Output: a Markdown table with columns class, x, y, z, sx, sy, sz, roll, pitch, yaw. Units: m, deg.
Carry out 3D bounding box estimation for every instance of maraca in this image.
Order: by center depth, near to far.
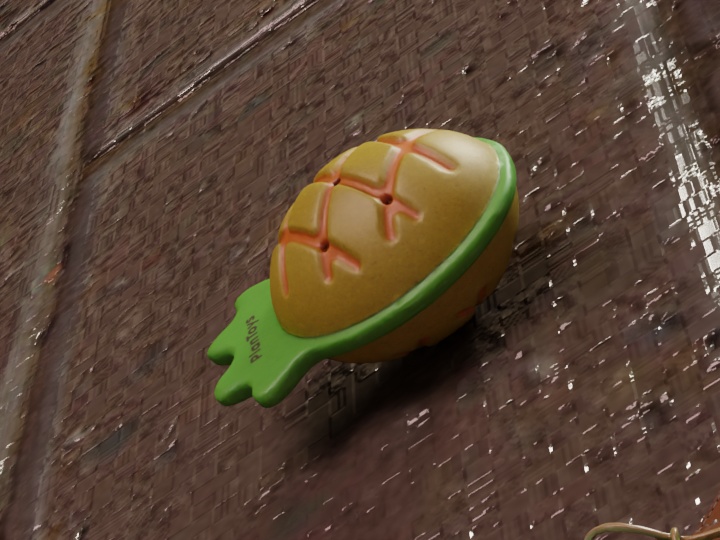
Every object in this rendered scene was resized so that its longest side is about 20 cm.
| class | x | y | z | sx | sy | sz | roll | pitch | yaw |
| --- | --- | --- | --- | --- | --- | --- | --- | --- | --- |
| maraca | 0.000 | 0.000 | 1.248 | 0.200 | 0.107 | 0.137 | -37 | 24 | 10 |

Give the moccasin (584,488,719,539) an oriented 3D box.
| class | x | y | z | sx | sy | sz | roll | pitch | yaw |
| --- | --- | --- | --- | --- | --- | --- | --- | --- | --- |
| moccasin | 0.118 | 0.132 | 0.865 | 0.201 | 0.078 | 0.074 | -52 | 25 | -24 |
